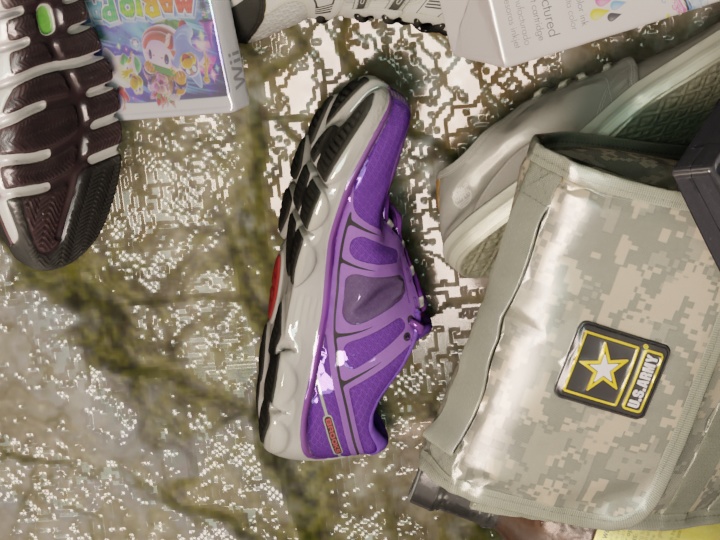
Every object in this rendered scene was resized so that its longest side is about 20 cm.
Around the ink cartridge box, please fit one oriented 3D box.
[{"bbox_3d":[0.129,-0.176,1.130,0.199,0.067,0.117,-19,105,-16],"label":"ink cartridge box"}]

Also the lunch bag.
[{"bbox_3d":[0.125,0.029,1.148,0.117,0.199,0.165,33,111,39],"label":"lunch bag"}]

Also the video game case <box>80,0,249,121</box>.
[{"bbox_3d":[-0.131,-0.171,1.196,0.142,0.018,0.201,-1,107,35],"label":"video game case"}]

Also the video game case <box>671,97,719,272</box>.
[{"bbox_3d":[0.224,-0.023,1.124,0.025,0.181,0.201,-3,128,42],"label":"video game case"}]

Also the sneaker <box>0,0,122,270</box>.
[{"bbox_3d":[-0.182,-0.103,1.211,0.115,0.075,0.201,6,106,44],"label":"sneaker"}]

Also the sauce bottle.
[{"bbox_3d":[0.123,0.130,1.253,0.199,0.065,0.065,21,106,0],"label":"sauce bottle"}]

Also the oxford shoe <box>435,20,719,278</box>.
[{"bbox_3d":[0.115,-0.073,1.202,0.199,0.075,0.058,-34,63,12],"label":"oxford shoe"}]

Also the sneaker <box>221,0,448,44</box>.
[{"bbox_3d":[0.024,-0.139,1.187,0.199,0.076,0.088,-22,101,13],"label":"sneaker"}]

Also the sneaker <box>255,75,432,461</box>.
[{"bbox_3d":[0.000,0.000,1.240,0.083,0.081,0.201,5,114,-12],"label":"sneaker"}]
